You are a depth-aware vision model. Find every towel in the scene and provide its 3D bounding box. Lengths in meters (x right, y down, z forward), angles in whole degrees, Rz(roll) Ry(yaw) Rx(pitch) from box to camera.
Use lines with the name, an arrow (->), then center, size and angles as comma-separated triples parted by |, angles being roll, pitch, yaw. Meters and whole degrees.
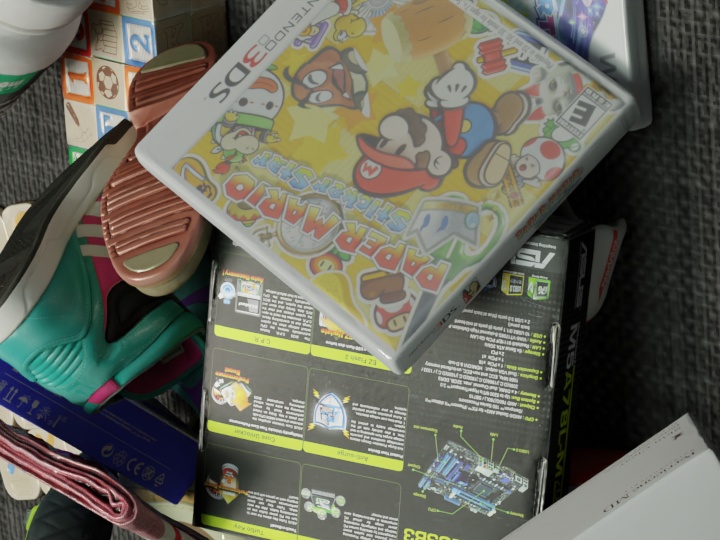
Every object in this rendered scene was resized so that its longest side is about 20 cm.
towel -> -0.132, 0.125, 1.630 | 0.144, 0.200, 0.023 | 27, 85, 29

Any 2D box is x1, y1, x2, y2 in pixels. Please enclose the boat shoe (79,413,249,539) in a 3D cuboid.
boat shoe -> -0.098, 0.122, 1.801 | 0.199, 0.071, 0.077 | 9, 96, 38

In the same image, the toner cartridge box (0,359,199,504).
toner cartridge box -> -0.178, 0.064, 1.717 | 0.043, 0.200, 0.095 | -53, 47, 1

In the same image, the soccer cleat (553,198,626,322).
soccer cleat -> 0.057, -0.048, 1.567 | 0.200, 0.068, 0.085 | 42, 123, 23

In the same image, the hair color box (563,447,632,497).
hair color box -> 0.090, 0.149, 1.607 | 0.199, 0.061, 0.102 | 1, 106, 45

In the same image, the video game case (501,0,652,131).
video game case -> 0.065, -0.151, 1.548 | 0.199, 0.018, 0.144 | 9, 111, 44

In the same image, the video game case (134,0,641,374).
video game case -> 0.011, -0.070, 1.510 | 0.200, 0.182, 0.023 | 38, 170, 29

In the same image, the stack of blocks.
stack of blocks -> -0.136, -0.143, 1.731 | 0.115, 0.058, 0.201 | 14, 115, 43

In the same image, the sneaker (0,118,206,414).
sneaker -> -0.131, 0.008, 1.641 | 0.121, 0.200, 0.084 | 43, 127, -14

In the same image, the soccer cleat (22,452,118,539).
soccer cleat -> -0.172, 0.203, 1.747 | 0.081, 0.068, 0.201 | 10, 69, 28

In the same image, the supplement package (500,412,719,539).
supplement package -> 0.126, 0.194, 1.451 | 0.200, 0.111, 0.156 | -35, 95, 3

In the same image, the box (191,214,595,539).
box -> 0.015, 0.056, 1.541 | 0.199, 0.047, 0.194 | 9, 106, 22

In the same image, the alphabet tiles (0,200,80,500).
alphabet tiles -> -0.220, 0.055, 1.932 | 0.199, 0.015, 0.197 | -6, 101, 48

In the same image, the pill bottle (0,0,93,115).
pill bottle -> -0.228, -0.145, 1.698 | 0.200, 0.113, 0.114 | -38, 77, 49

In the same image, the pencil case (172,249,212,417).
pencil case -> -0.077, 0.052, 1.698 | 0.200, 0.085, 0.093 | 36, 101, 51

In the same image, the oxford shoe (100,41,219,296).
oxford shoe -> -0.090, -0.044, 1.609 | 0.070, 0.201, 0.074 | -15, 125, 18
